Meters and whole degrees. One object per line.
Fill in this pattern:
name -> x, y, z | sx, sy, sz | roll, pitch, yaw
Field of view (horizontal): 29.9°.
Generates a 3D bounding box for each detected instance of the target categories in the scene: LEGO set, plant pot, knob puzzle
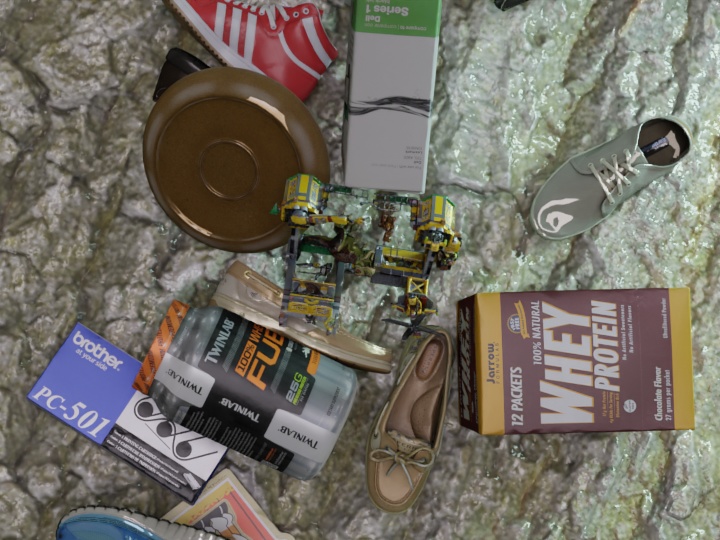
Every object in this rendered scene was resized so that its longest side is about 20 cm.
LEGO set -> 0.000, 0.000, 1.305 | 0.199, 0.154, 0.116 | 13, 53, -9
plant pot -> -0.130, -0.105, 1.362 | 0.199, 0.027, 0.201 | 5, 116, 11
knob puzzle -> -0.147, 0.335, 1.382 | 0.219, 0.030, 0.220 | 0, 86, -3

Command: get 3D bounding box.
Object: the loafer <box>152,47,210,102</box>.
loafer -> -0.131, -0.147, 1.400 | 0.200, 0.073, 0.071 | 38, 98, 3

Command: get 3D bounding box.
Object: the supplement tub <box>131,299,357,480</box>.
supplement tub -> -0.114, 0.114, 1.324 | 0.200, 0.123, 0.123 | 25, 86, -7

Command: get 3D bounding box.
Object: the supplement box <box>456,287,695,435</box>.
supplement box -> 0.203, 0.089, 1.329 | 0.199, 0.197, 0.133 | -1, 86, -2

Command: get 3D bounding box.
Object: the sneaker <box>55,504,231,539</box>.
sneaker -> -0.216, 0.289, 1.334 | 0.199, 0.078, 0.090 | 10, 72, 18

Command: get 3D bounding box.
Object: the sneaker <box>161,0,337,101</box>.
sneaker -> -0.114, -0.263, 1.401 | 0.200, 0.071, 0.113 | 43, 90, -7

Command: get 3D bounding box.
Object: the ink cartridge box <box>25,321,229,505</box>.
ink cartridge box -> -0.230, 0.147, 1.378 | 0.200, 0.044, 0.094 | 33, 76, 0

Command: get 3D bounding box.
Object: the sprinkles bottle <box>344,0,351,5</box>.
sprinkles bottle -> 0.000, -0.381, 1.415 | 0.068, 0.068, 0.201 | -9, 86, -3

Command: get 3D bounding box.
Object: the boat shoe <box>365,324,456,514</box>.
boat shoe -> 0.051, 0.152, 1.386 | 0.073, 0.063, 0.201 | 13, 86, -2

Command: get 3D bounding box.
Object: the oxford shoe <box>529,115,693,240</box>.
oxford shoe -> 0.264, -0.102, 1.415 | 0.200, 0.058, 0.075 | -32, 91, -2

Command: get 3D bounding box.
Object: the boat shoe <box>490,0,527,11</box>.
boat shoe -> 0.229, -0.322, 1.418 | 0.200, 0.073, 0.065 | -31, 83, -4

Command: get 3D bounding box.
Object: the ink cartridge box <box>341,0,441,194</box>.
ink cartridge box -> 0.028, -0.191, 1.334 | 0.084, 0.146, 0.201 | 4, 109, -3

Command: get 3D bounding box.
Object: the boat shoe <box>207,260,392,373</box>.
boat shoe -> -0.053, 0.047, 1.383 | 0.200, 0.074, 0.069 | 22, 81, -5
